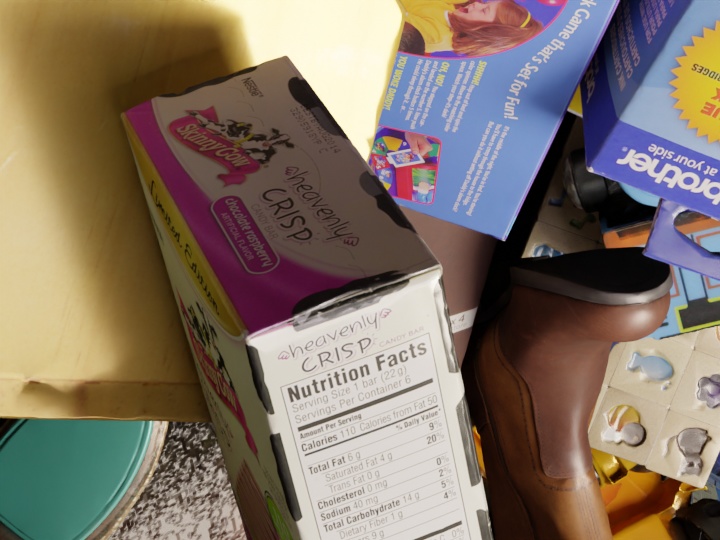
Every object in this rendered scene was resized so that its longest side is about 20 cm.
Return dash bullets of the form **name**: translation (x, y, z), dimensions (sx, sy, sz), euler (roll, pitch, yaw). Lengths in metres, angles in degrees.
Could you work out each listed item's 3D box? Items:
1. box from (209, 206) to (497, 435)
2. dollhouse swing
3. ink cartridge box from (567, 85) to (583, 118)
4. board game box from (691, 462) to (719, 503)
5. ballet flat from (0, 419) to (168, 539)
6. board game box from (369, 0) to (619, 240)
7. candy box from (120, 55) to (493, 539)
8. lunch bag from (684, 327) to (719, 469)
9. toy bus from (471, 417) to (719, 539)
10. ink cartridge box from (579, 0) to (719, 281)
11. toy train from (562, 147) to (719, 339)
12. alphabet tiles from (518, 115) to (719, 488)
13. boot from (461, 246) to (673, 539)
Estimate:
- **box**: translation (0.000, 0.000, 0.898), dimensions (0.100, 0.075, 0.201), euler (-16, 134, -32)
- **dollhouse swing**: translation (-0.103, -0.042, 0.712), dimensions (0.199, 0.182, 0.177), euler (3, 98, -26)
- **ink cartridge box**: translation (0.131, -0.135, 0.734), dimensions (0.197, 0.047, 0.200), euler (24, 130, -9)
- **board game box**: translation (0.284, 0.107, 1.168), dimensions (0.200, 0.200, 0.062), euler (-32, 142, -15)
- **ballet flat**: translation (-0.148, 0.115, 0.894), dimensions (0.200, 0.070, 0.065), euler (-50, 171, 13)
- **board game box**: translation (0.018, -0.101, 0.709), dimensions (0.200, 0.134, 0.045), euler (111, -4, -56)
- **candy box**: translation (-0.010, 0.053, 0.632), dimensions (0.061, 0.136, 0.201), euler (-20, 125, -11)
- **lunch bag**: translation (0.252, 0.022, 1.074), dimensions (0.200, 0.124, 0.170), euler (-34, 108, -22)
- **toy bus**: translation (0.116, 0.151, 1.108), dimensions (0.135, 0.200, 0.192), euler (-32, -176, -14)
- **ink cartridge box**: translation (0.164, -0.082, 0.694), dimensions (0.136, 0.076, 0.200), euler (19, 129, -11)
- **toy train**: translation (0.199, -0.041, 0.937), dimensions (0.199, 0.087, 0.115), euler (-14, 106, 9)
- **alphabet tiles**: translation (0.164, 0.003, 0.997), dimensions (0.166, 0.006, 0.201), euler (20, 102, -6)
- **boot**: translation (0.095, 0.093, 0.909), dimensions (0.068, 0.188, 0.201), euler (-9, 91, -27)
